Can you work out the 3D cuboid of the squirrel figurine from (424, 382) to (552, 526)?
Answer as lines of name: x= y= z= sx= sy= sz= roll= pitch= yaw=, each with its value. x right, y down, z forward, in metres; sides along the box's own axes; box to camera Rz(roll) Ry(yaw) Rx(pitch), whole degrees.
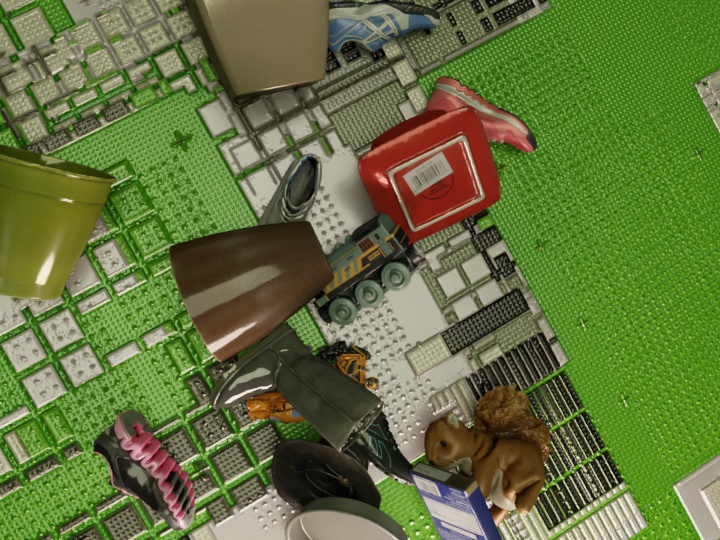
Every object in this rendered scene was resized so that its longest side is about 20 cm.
squirrel figurine: x=0.201 y=0.278 z=1.267 sx=0.187 sy=0.142 sz=0.200 roll=34 pitch=68 yaw=4

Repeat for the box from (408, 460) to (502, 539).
box: x=0.158 y=0.390 z=1.225 sx=0.032 sy=0.121 sz=0.200 roll=-37 pitch=116 yaw=-32

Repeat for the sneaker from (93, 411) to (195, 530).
sneaker: x=-0.329 y=0.313 z=1.197 sx=0.095 sy=0.079 sz=0.200 roll=-32 pitch=92 yaw=12

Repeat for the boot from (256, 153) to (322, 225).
boot: x=-0.116 y=-0.090 z=1.231 sx=0.073 sy=0.096 sz=0.200 roll=20 pitch=84 yaw=-8

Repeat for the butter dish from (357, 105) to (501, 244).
butter dish: x=0.097 y=-0.171 z=1.255 sx=0.200 sy=0.148 sz=0.200 roll=-26 pitch=132 yaw=1

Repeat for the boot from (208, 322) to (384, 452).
boot: x=-0.094 y=0.191 z=1.147 sx=0.182 sy=0.073 sz=0.200 roll=-43 pitch=74 yaw=-13

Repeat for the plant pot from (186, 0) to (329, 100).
plant pot: x=-0.146 y=-0.360 z=1.201 sx=0.200 sy=0.200 sz=0.177 roll=-13 pitch=102 yaw=-10

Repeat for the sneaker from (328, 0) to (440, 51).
sneaker: x=0.032 y=-0.400 z=1.294 sx=0.200 sy=0.076 sz=0.077 roll=-4 pitch=110 yaw=-10

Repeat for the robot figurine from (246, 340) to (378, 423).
robot figurine: x=-0.072 y=0.175 z=1.216 sx=0.200 sy=0.058 sz=0.145 roll=-4 pitch=63 yaw=3

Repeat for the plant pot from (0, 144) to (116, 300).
plant pot: x=-0.474 y=-0.066 z=1.134 sx=0.200 sy=0.200 sz=0.193 roll=15 pitch=97 yaw=-9

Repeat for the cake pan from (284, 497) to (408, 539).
cake pan: x=-0.014 y=0.409 z=1.194 sx=0.200 sy=0.200 sz=0.037 roll=31 pitch=42 yaw=-7

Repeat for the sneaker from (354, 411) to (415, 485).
sneaker: x=0.023 y=0.261 z=1.250 sx=0.200 sy=0.075 sz=0.079 roll=40 pitch=79 yaw=-6

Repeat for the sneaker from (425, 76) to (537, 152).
sneaker: x=0.196 y=-0.238 z=1.316 sx=0.200 sy=0.074 sz=0.087 roll=31 pitch=96 yaw=-3

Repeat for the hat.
hat: x=-0.042 y=0.306 z=1.213 sx=0.201 sy=0.201 sz=0.081 roll=40 pitch=43 yaw=-6

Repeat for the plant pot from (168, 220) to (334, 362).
plant pot: x=-0.147 y=0.008 z=1.160 sx=0.200 sy=0.187 sz=0.187 roll=-24 pitch=92 yaw=-1

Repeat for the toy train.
toy train: x=0.000 y=0.000 z=1.228 sx=0.200 sy=0.085 sz=0.114 roll=-34 pitch=97 yaw=22
